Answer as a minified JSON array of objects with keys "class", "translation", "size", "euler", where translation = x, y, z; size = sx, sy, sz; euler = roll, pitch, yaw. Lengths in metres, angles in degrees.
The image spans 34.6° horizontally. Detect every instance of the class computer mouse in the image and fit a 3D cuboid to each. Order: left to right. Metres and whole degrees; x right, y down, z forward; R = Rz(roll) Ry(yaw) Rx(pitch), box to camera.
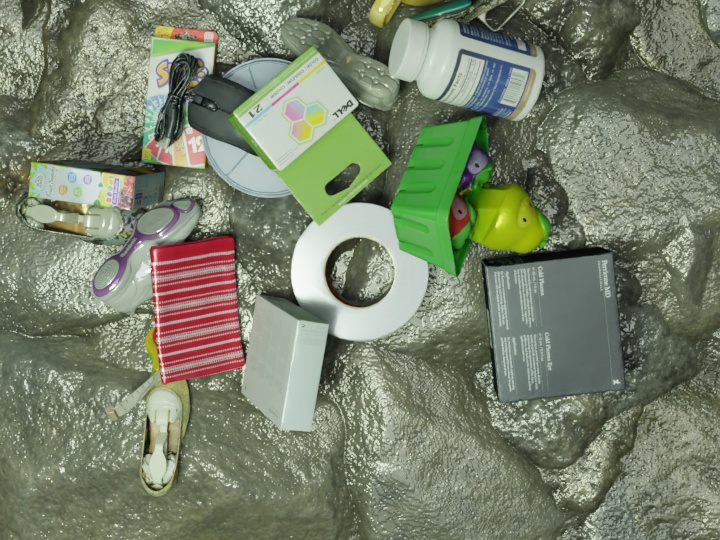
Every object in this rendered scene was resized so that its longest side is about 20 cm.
[{"class":"computer mouse","translation":[-0.189,-0.218,1.639],"size":[0.199,0.053,0.139],"euler":[17,95,-2]}]

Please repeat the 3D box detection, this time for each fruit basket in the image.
[{"class":"fruit basket","translation":[0.164,-0.095,1.600],"size":[0.214,0.156,0.216],"euler":[-6,51,7]}]

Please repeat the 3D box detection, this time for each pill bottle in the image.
[{"class":"pill bottle","translation":[0.145,-0.284,1.606],"size":[0.199,0.111,0.112],"euler":[13,96,-16]}]

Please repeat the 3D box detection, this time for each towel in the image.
[{"class":"towel","translation":[-0.234,0.055,1.673],"size":[0.144,0.022,0.201],"euler":[-8,95,-40]}]

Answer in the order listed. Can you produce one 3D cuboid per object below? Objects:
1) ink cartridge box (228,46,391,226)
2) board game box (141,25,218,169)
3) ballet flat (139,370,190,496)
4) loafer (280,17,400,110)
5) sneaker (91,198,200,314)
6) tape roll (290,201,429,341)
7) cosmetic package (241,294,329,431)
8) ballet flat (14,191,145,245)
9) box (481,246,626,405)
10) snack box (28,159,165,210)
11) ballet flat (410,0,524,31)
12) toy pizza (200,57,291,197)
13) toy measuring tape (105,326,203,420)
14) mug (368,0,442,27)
[{"class":"ink cartridge box","translation":[-0.062,-0.183,1.595],"size":[0.148,0.076,0.200],"euler":[-41,100,-7]},{"class":"board game box","translation":[-0.264,-0.253,1.689],"size":[0.095,0.030,0.201],"euler":[6,93,0]},{"class":"ballet flat","translation":[-0.293,0.238,1.715],"size":[0.070,0.071,0.201],"euler":[6,95,1]},{"class":"loafer","translation":[-0.032,-0.293,1.656],"size":[0.200,0.070,0.070],"euler":[37,68,15]},{"class":"sneaker","translation":[-0.302,-0.021,1.694],"size":[0.200,0.100,0.075],"euler":[-46,48,-4]},{"class":"tape roll","translation":[0.000,0.000,1.683],"size":[0.199,0.066,0.202],"euler":[0,95,3]},{"class":"cosmetic package","translation":[-0.110,0.127,1.632],"size":[0.051,0.200,0.152],"euler":[10,96,-23]},{"class":"ballet flat","translation":[-0.410,-0.075,1.689],"size":[0.199,0.072,0.072],"euler":[9,96,1]},{"class":"box","translation":[0.275,0.077,1.662],"size":[0.181,0.104,0.201],"euler":[-6,95,4]},{"class":"snack box","translation":[-0.364,-0.122,1.616],"size":[0.141,0.200,0.053],"euler":[7,96,1]},{"class":"ballet flat","translation":[0.169,-0.370,1.648],"size":[0.199,0.068,0.076],"euler":[-28,109,2]},{"class":"toy pizza","translation":[-0.132,-0.207,1.683],"size":[0.199,0.032,0.202],"euler":[0,96,0]},{"class":"toy measuring tape","translation":[-0.306,0.133,1.685],"size":[0.200,0.074,0.074],"euler":[-42,93,-24]},{"class":"mug","translation":[0.086,-0.433,1.597],"size":[0.148,0.153,0.188],"euler":[0,96,1]}]
